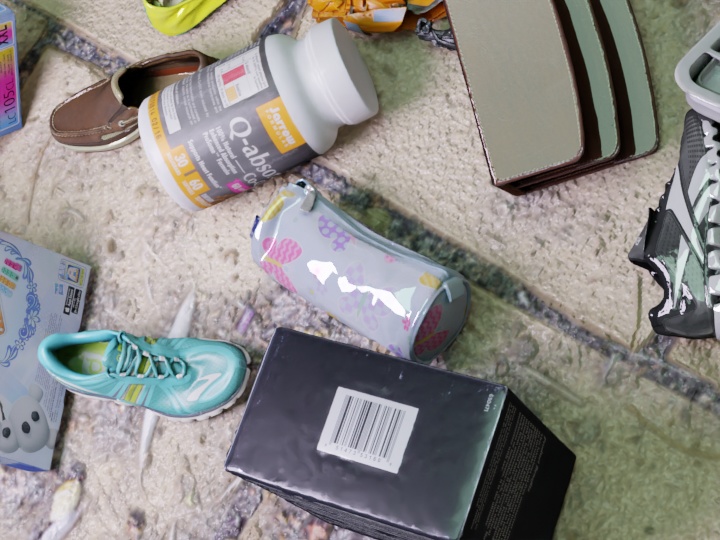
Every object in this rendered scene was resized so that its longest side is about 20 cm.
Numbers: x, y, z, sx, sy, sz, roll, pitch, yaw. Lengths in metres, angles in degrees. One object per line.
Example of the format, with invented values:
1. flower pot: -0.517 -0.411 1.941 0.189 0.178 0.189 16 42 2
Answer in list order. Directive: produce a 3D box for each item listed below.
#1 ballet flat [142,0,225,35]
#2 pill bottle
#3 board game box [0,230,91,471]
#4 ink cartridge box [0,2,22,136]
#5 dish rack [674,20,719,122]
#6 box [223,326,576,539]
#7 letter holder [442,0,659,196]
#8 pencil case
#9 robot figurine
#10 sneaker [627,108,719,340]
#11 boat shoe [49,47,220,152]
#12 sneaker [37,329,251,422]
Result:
1. ballet flat: -0.131 -0.305 1.475 0.199 0.067 0.067 -37 60 7
2. pill bottle: -0.092 -0.143 1.372 0.199 0.116 0.117 -24 63 14
3. board game box: -0.350 0.061 1.364 0.043 0.198 0.202 -7 67 42
4. ink cartridge box: -0.432 -0.175 1.469 0.076 0.137 0.199 31 44 32
5. dish rack: 0.363 -0.142 1.183 0.199 0.044 0.172 29 55 29
6. box: 0.036 0.145 1.162 0.199 0.198 0.124 14 75 27
7. letter holder: 0.159 -0.181 1.254 0.141 0.100 0.202 -16 83 15
8. pencil case: 0.000 0.000 1.297 0.199 0.083 0.091 33 108 29
9. robot figurine: 0.055 -0.272 1.386 0.198 0.058 0.146 2 74 25
10. sneaker: 0.256 -0.036 1.207 0.090 0.066 0.202 -6 71 19
11. boat shoe: -0.222 -0.172 1.463 0.201 0.075 0.075 -16 66 18
12. sneaker: -0.195 0.089 1.350 0.198 0.080 0.078 2 73 16
